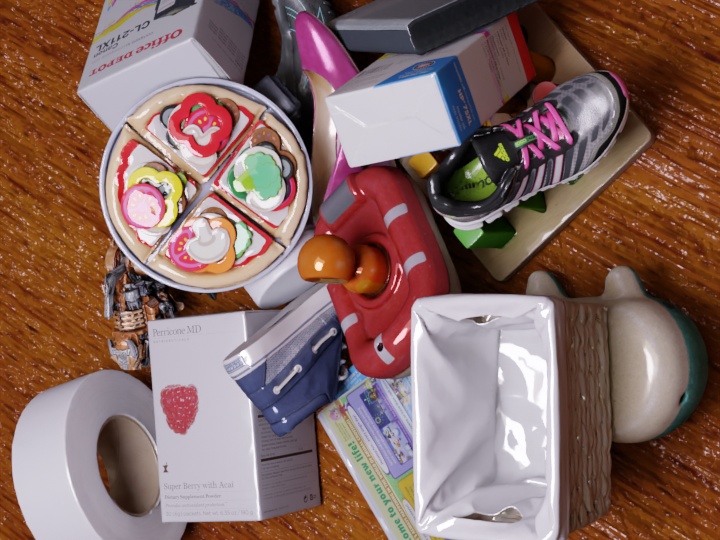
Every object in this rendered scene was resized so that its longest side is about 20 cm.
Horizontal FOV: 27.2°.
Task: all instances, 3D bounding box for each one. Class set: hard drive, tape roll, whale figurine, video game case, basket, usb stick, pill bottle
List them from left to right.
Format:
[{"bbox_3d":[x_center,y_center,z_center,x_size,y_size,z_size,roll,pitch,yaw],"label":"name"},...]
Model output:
[{"bbox_3d":[-0.258,0.206,1.503,0.071,0.202,0.203,-19,81,25],"label":"tape roll"},{"bbox_3d":[-0.142,-0.107,1.418,0.200,0.033,0.055,-41,74,2],"label":"usb stick"},{"bbox_3d":[-0.116,-0.068,1.480,0.113,0.113,0.200,-42,73,21],"label":"pill bottle"},{"bbox_3d":[0.067,-0.232,1.324,0.139,0.200,0.033,-26,107,-15],"label":"hard drive"},{"bbox_3d":[0.078,0.167,1.355,0.182,0.022,0.200,-37,75,21],"label":"video game case"},{"bbox_3d":[0.129,0.119,1.243,0.135,0.123,0.201,-1,89,33],"label":"basket"},{"bbox_3d":[0.224,0.070,1.326,0.200,0.104,0.160,32,115,48],"label":"whale figurine"}]

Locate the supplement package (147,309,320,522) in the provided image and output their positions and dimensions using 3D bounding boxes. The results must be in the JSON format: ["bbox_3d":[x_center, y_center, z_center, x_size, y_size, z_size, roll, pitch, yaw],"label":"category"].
[{"bbox_3d":[-0.125,0.142,1.479,0.121,0.120,0.201,-7,86,29],"label":"supplement package"}]

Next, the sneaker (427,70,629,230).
[{"bbox_3d":[0.136,-0.100,1.255,0.200,0.087,0.074,-33,75,23],"label":"sneaker"}]

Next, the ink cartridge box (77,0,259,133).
[{"bbox_3d":[-0.184,-0.238,1.475,0.145,0.083,0.200,-20,41,25],"label":"ink cartridge box"}]

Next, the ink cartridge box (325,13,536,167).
[{"bbox_3d":[0.072,-0.166,1.288,0.116,0.200,0.067,-8,112,36],"label":"ink cartridge box"}]

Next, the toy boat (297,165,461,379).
[{"bbox_3d":[0.000,0.000,1.325,0.131,0.130,0.200,-45,53,35],"label":"toy boat"}]

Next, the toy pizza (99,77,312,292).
[{"bbox_3d":[-0.144,-0.078,1.384,0.199,0.032,0.201,0,95,-2],"label":"toy pizza"}]

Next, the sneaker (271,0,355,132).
[{"bbox_3d":[-0.044,-0.238,1.477,0.079,0.075,0.201,-2,95,14],"label":"sneaker"}]

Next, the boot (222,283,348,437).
[{"bbox_3d":[-0.040,0.071,1.420,0.090,0.200,0.073,56,144,-7],"label":"boot"}]

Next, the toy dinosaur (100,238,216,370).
[{"bbox_3d":[-0.214,-0.002,1.517,0.102,0.136,0.201,25,101,26],"label":"toy dinosaur"}]

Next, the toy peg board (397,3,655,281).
[{"bbox_3d":[0.124,-0.128,1.366,0.200,0.098,0.199,-45,71,19],"label":"toy peg board"}]

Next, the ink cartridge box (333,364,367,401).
[{"bbox_3d":[0.078,0.151,1.404,0.116,0.067,0.200,-45,71,19],"label":"ink cartridge box"}]

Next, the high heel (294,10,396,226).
[{"bbox_3d":[-0.039,-0.140,1.401,0.096,0.200,0.067,-34,34,-15],"label":"high heel"}]
